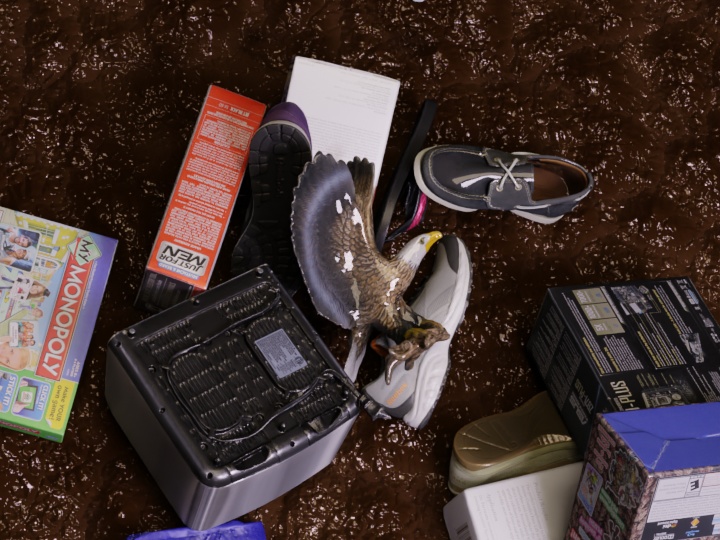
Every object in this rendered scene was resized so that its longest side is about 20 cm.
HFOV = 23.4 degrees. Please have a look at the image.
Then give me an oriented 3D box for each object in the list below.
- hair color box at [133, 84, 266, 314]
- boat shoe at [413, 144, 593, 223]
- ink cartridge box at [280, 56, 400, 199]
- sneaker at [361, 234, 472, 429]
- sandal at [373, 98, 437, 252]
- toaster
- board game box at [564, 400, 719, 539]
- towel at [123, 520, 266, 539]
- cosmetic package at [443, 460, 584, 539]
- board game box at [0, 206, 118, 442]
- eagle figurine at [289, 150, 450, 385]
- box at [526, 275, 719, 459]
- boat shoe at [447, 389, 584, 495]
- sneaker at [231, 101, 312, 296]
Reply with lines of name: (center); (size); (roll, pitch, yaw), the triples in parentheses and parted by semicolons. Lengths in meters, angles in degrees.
hair color box: (-0.153, -0.061, 1.662); (0.064, 0.111, 0.201); (20, 67, -6)
boat shoe: (0.143, -0.095, 1.744); (0.199, 0.068, 0.072); (8, 70, -32)
ink cartridge box: (-0.037, -0.103, 1.731); (0.108, 0.050, 0.201); (13, 92, -10)
sneaker: (0.058, 0.051, 1.697); (0.079, 0.074, 0.201); (19, 66, -1)
sandal: (0.052, -0.084, 1.745); (0.045, 0.075, 0.201); (24, 63, -4)
toaster: (-0.110, 0.120, 1.580); (0.180, 0.119, 0.200); (-27, 67, -28)
board game box: (0.278, 0.229, 1.555); (0.159, 0.201, 0.097); (-2, 30, -23)
towel: (-0.138, 0.325, 1.552); (0.147, 0.050, 0.201); (-7, 72, -16)
cosmetic package: (0.190, 0.242, 1.657); (0.199, 0.074, 0.102); (-9, 72, -20)
board game box: (-0.316, 0.047, 1.624); (0.134, 0.029, 0.201); (15, 67, -8)
eagle figurine: (0.006, -0.004, 1.619); (0.151, 0.152, 0.200); (-36, 83, -33)
box: (0.277, 0.108, 1.674); (0.163, 0.086, 0.200); (-5, 45, -22)
boat shoe: (0.176, 0.169, 1.694); (0.200, 0.063, 0.073); (-17, 49, -26)
sneaker: (-0.075, -0.063, 1.669); (0.075, 0.201, 0.088); (10, 28, -1)
